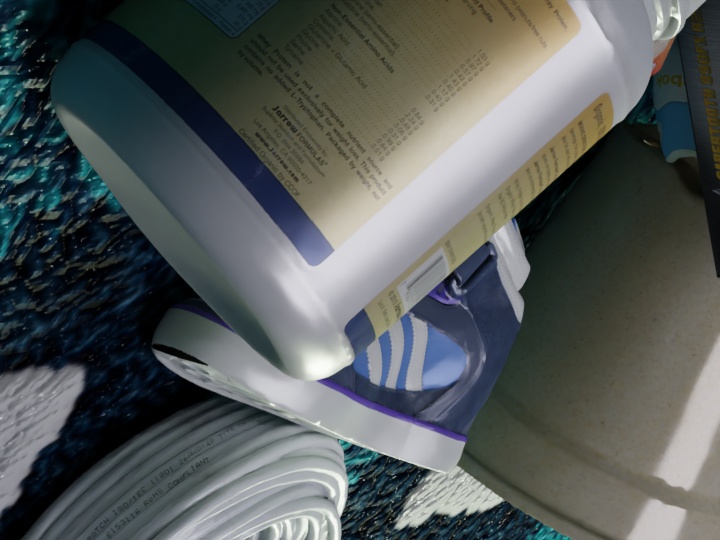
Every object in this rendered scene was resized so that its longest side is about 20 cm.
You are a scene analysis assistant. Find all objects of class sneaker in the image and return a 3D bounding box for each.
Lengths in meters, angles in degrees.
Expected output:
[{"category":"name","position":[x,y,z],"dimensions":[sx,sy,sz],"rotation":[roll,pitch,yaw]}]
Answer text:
[{"category":"sneaker","position":[0.205,-0.088,1.325],"dimensions":[0.200,0.076,0.081],"rotation":[1,94,-54]},{"category":"sneaker","position":[0.000,0.000,1.169],"dimensions":[0.200,0.080,0.147],"rotation":[26,82,-47]}]

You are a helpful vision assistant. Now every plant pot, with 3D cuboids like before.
[{"category":"plant pot","position":[0.149,0.031,1.361],"dimensions":[0.184,0.200,0.200],"rotation":[-62,157,14]}]

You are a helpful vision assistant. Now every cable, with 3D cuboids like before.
[{"category":"cable","position":[-0.091,0.138,1.243],"dimensions":[0.200,0.069,0.200],"rotation":[-32,156,-29]}]

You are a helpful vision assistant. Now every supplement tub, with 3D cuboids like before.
[{"category":"supplement tub","position":[0.009,-0.075,0.898],"dimensions":[0.200,0.144,0.144],"rotation":[-41,160,-9]}]

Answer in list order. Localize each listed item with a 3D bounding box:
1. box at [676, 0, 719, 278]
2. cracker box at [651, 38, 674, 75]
[{"category":"box","position":[0.220,-0.112,1.232],"dimensions":[0.158,0.048,0.200],"rotation":[-32,120,-35]},{"category":"cracker box","position":[0.092,-0.135,1.073],"dimensions":[0.134,0.058,0.200],"rotation":[-33,157,-32]}]
